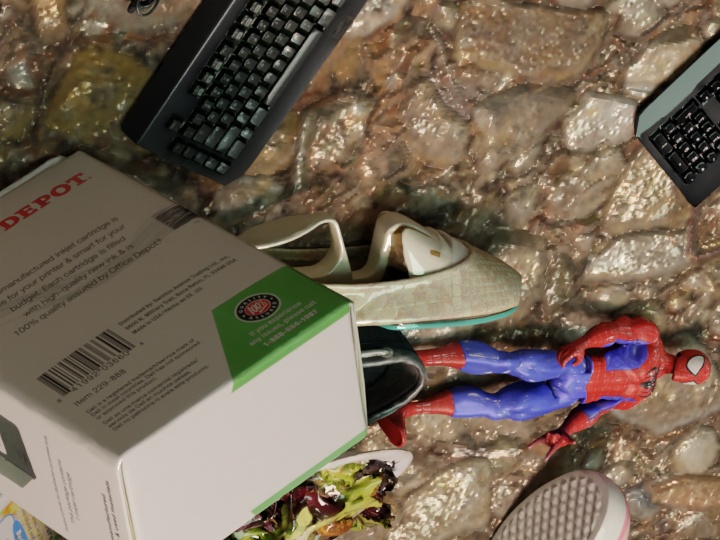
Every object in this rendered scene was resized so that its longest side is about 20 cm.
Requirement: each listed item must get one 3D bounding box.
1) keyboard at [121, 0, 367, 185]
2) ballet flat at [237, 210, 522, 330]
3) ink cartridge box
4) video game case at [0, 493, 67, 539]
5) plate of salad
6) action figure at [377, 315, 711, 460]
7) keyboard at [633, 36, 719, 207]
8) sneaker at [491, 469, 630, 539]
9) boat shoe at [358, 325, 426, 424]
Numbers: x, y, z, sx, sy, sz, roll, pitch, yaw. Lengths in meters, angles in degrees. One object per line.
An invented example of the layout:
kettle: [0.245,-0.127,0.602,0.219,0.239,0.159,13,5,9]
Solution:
keyboard: [-0.050,-0.141,1.440,0.127,0.021,0.200,26,105,-38]
ballet flat: [0.000,0.000,1.531,0.199,0.067,0.063,-7,113,-25]
ink cartridge box: [-0.117,0.041,1.385,0.146,0.200,0.084,-34,134,-29]
video game case: [-0.200,0.220,1.532,0.182,0.024,0.201,-48,139,-37]
plate of salad: [-0.061,0.143,1.536,0.199,0.048,0.200,-22,166,-6]
action figure: [0.108,0.062,1.641,0.199,0.052,0.066,-7,120,-28]
keyboard: [0.248,-0.110,1.609,0.200,0.040,0.104,-42,129,3]
sneaker: [0.118,0.203,1.716,0.104,0.075,0.201,18,118,-31]
boat shoe: [-0.061,0.078,1.543,0.198,0.068,0.074,-17,126,-19]
